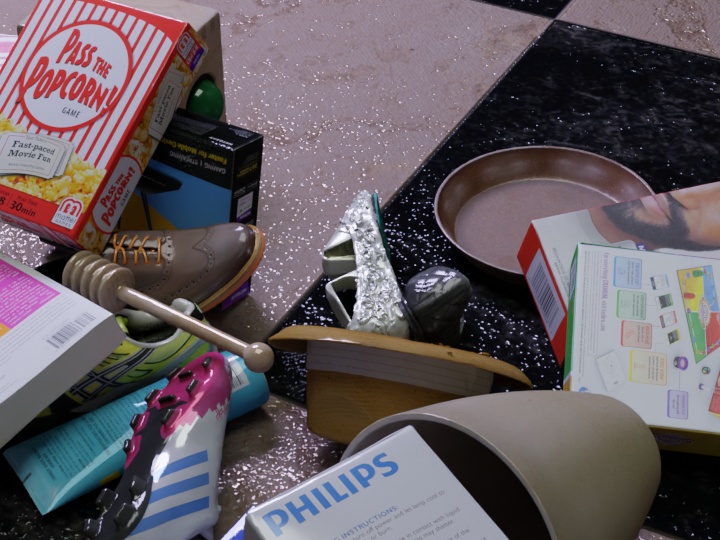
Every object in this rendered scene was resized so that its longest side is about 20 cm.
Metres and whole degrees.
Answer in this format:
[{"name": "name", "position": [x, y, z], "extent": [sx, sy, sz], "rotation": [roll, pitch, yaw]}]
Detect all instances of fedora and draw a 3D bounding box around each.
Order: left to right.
[{"name": "fedora", "position": [0.025, 0.094, 1.272], "extent": [0.200, 0.082, 0.201], "rotation": [10, -7, 1]}]

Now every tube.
[{"name": "tube", "position": [-0.167, 0.119, 1.307], "extent": [0.200, 0.050, 0.077], "rotation": [-24, 37, -22]}]

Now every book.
[{"name": "book", "position": [-0.288, 0.052, 1.323], "extent": [0.134, 0.048, 0.200], "rotation": [-41, 38, -21]}]

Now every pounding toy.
[{"name": "pounding toy", "position": [-0.206, -0.161, 1.558], "extent": [0.200, 0.184, 0.142], "rotation": [16, 40, 20]}]

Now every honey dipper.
[{"name": "honey dipper", "position": [-0.144, 0.036, 1.290], "extent": [0.200, 0.038, 0.038], "rotation": [25, 44, 32]}]

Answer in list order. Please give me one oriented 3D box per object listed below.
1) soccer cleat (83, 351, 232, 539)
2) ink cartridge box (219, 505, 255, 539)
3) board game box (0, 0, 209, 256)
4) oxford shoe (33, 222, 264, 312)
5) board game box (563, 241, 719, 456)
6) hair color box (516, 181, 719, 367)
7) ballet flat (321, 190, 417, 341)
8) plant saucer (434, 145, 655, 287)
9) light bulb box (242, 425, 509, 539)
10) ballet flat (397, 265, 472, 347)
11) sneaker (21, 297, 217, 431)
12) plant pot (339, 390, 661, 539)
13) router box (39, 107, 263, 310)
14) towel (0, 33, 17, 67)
[{"name": "soccer cleat", "position": [-0.131, 0.149, 1.239], "extent": [0.070, 0.086, 0.200], "rotation": [-22, 30, 38]}, {"name": "ink cartridge box", "position": [-0.091, 0.247, 1.133], "extent": [0.094, 0.044, 0.200], "rotation": [22, 42, 25]}, {"name": "board game box", "position": [-0.234, -0.125, 1.398], "extent": [0.151, 0.046, 0.200], "rotation": [18, 74, 28]}, {"name": "oxford shoe", "position": [-0.173, -0.001, 1.380], "extent": [0.200, 0.073, 0.071], "rotation": [-19, 54, 19]}, {"name": "board game box", "position": [0.258, 0.064, 1.309], "extent": [0.200, 0.040, 0.153], "rotation": [7, 62, 1]}, {"name": "hair color box", "position": [0.243, -0.001, 1.408], "extent": [0.200, 0.064, 0.111], "rotation": [-12, 64, -16]}, {"name": "ballet flat", "position": [0.000, 0.000, 1.437], "extent": [0.072, 0.072, 0.200], "rotation": [-6, 36, -6]}, {"name": "plant saucer", "position": [0.165, -0.043, 1.520], "extent": [0.200, 0.035, 0.200], "rotation": [-1, 37, 1]}, {"name": "light bulb box", "position": [0.027, 0.238, 0.988], "extent": [0.125, 0.198, 0.200], "rotation": [-24, 56, -29]}, {"name": "ballet flat", "position": [0.068, 0.028, 1.345], "extent": [0.057, 0.067, 0.200], "rotation": [-29, -1, 5]}, {"name": "sneaker", "position": [-0.213, 0.067, 1.347], "extent": [0.200, 0.076, 0.075], "rotation": [-15, 41, -16]}, {"name": "plant pot", "position": [0.113, 0.157, 1.162], "extent": [0.187, 0.188, 0.200], "rotation": [27, 29, 31]}, {"name": "router box", "position": [-0.181, -0.069, 1.461], "extent": [0.200, 0.149, 0.051], "rotation": [19, 29, 25]}, {"name": "towel", "position": [-0.377, -0.191, 1.729], "extent": [0.146, 0.030, 0.200], "rotation": [7, 38, 9]}]
